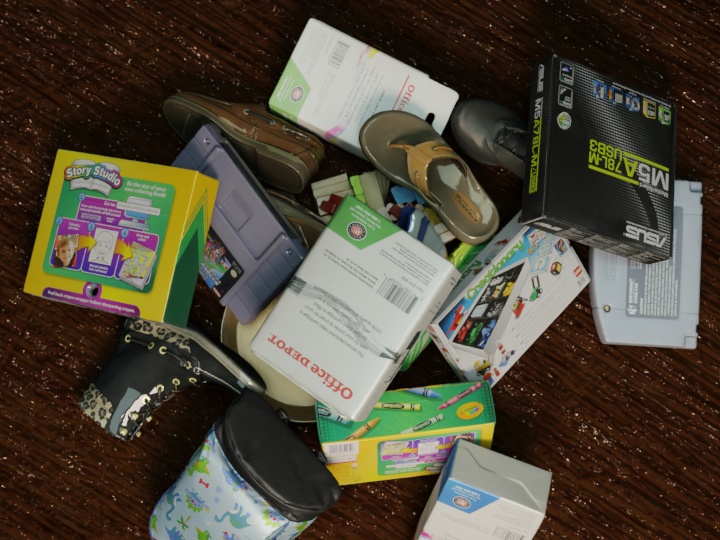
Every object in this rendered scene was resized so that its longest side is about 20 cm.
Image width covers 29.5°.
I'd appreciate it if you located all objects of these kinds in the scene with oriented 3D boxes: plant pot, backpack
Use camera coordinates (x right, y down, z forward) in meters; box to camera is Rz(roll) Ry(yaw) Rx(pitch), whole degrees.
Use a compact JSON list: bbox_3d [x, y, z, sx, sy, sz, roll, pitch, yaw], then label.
[{"bbox_3d":[-0.065,0.078,1.615,0.198,0.027,0.202,0,84,-3],"label":"plant pot"},{"bbox_3d":[-0.143,0.259,1.523,0.163,0.200,0.154,48,48,4],"label":"backpack"}]

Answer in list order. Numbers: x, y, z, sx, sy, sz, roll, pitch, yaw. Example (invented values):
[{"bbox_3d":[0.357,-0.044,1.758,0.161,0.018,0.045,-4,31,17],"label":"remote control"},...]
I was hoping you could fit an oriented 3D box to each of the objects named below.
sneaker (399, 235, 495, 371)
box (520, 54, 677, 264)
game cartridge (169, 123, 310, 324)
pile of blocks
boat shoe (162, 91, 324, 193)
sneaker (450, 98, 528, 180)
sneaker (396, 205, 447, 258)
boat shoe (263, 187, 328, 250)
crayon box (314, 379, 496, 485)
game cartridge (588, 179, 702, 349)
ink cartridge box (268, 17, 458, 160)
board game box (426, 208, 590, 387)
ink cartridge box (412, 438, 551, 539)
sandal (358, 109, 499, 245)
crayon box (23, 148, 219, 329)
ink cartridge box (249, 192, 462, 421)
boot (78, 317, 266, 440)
[{"bbox_3d":[0.106,0.043,1.602,0.083,0.074,0.200,40,84,5],"label":"sneaker"},{"bbox_3d":[0.276,-0.123,1.561,0.199,0.047,0.195,16,69,-30],"label":"box"},{"bbox_3d":[-0.154,-0.051,1.573,0.130,0.038,0.201,-44,75,25],"label":"game cartridge"},{"bbox_3d":[0.038,-0.079,1.615,0.198,0.062,0.083,9,85,-2],"label":"pile of blocks"},{"bbox_3d":[-0.137,-0.162,1.618,0.199,0.072,0.068,30,57,7],"label":"boat shoe"},{"bbox_3d":[0.197,-0.139,1.598,0.199,0.091,0.076,30,86,-12],"label":"sneaker"},{"bbox_3d":[0.000,0.000,1.563,0.199,0.075,0.089,-33,113,-11],"label":"sneaker"},{"bbox_3d":[-0.102,-0.059,1.602,0.199,0.072,0.073,22,109,24],"label":"boat shoe"},{"bbox_3d":[0.051,0.187,1.560,0.198,0.119,0.059,-7,58,-3],"label":"crayon box"},{"bbox_3d":[0.340,-0.010,1.637,0.132,0.042,0.202,4,85,2],"label":"game cartridge"},{"bbox_3d":[0.004,-0.199,1.621,0.199,0.067,0.118,27,85,0],"label":"ink cartridge box"},{"bbox_3d":[0.169,0.032,1.578,0.200,0.035,0.127,-45,122,-15],"label":"board game box"},{"bbox_3d":[0.127,0.296,1.554,0.115,0.067,0.201,21,129,-1],"label":"ink cartridge box"},{"bbox_3d":[0.086,-0.109,1.561,0.200,0.054,0.080,44,83,-6],"label":"sandal"},{"bbox_3d":[-0.274,-0.038,1.562,0.198,0.058,0.174,11,84,25],"label":"crayon box"},{"bbox_3d":[-0.005,0.043,1.480,0.146,0.083,0.201,35,90,12],"label":"ink cartridge box"},{"bbox_3d":[-0.217,0.137,1.565,0.203,0.073,0.154,31,87,24],"label":"boot"}]
